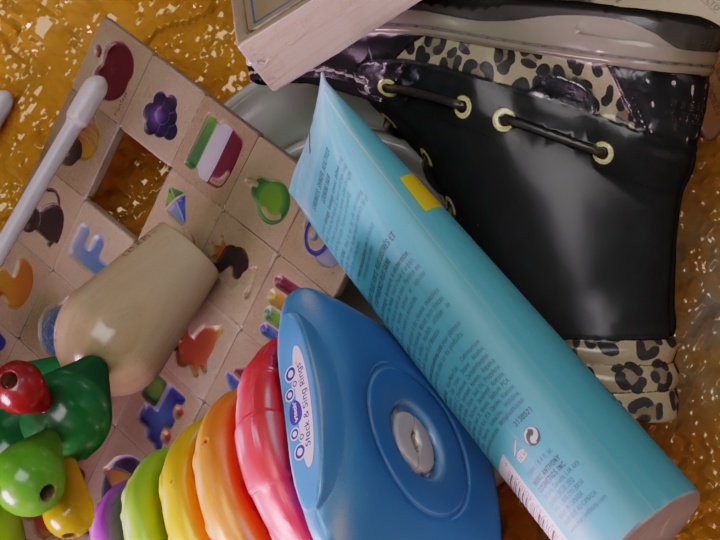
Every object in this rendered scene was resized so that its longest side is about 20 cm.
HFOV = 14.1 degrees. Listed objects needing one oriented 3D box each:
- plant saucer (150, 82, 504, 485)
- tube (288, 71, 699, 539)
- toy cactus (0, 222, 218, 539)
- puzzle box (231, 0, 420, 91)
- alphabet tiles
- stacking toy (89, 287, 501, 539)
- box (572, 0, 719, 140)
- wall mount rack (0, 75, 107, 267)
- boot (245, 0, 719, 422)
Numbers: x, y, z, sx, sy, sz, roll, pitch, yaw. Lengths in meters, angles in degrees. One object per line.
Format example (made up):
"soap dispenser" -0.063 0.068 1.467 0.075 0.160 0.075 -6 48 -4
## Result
"plant saucer" 0.000 0.000 1.171 0.199 0.050 0.201 -3 78 13
"tube" 0.038 0.022 1.039 0.050 0.078 0.200 -28 67 -31
"toy cactus" -0.125 0.048 1.113 0.102 0.200 0.165 41 79 0
"puzzle box" 0.036 -0.158 1.081 0.199 0.025 0.133 -31 33 13
"alphabet tiles" -0.092 0.025 1.164 0.167 0.008 0.201 38 109 34
"stacking toy" -0.057 0.101 1.082 0.199 0.110 0.117 -28 52 28
"box" 0.173 -0.156 1.138 0.078 0.095 0.200 44 93 17
"wall mount rack" -0.188 -0.015 1.163 0.173 0.200 0.075 -21 100 -24
"boot" 0.038 -0.025 1.100 0.203 0.073 0.155 5 96 33
